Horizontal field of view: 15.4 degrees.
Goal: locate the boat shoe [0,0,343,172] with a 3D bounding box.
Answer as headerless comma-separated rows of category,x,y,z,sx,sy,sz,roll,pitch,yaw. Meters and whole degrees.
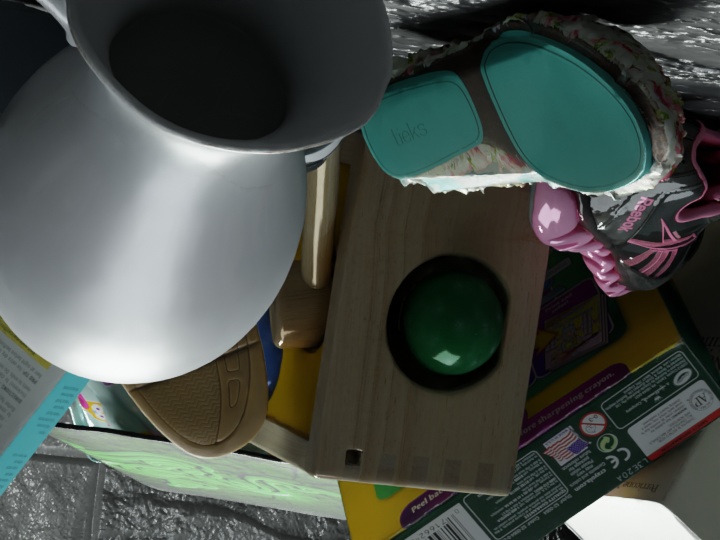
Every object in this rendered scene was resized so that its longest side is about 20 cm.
boat shoe,-0.105,-0.066,1.092,0.198,0.074,0.068,-2,163,-12

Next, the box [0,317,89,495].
box,-0.161,0.017,1.329,0.082,0.200,0.049,39,-177,13

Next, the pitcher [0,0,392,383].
pitcher,-0.095,-0.048,0.952,0.171,0.122,0.200,22,149,-7

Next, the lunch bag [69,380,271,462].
lunch bag,-0.059,0.036,1.576,0.199,0.171,0.122,6,137,26

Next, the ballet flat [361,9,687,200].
ballet flat,0.070,-0.067,0.996,0.064,0.076,0.200,-26,-164,-27

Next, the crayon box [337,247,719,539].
crayon box,0.079,0.065,1.384,0.058,0.200,0.173,49,-168,-27

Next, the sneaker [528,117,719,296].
sneaker,0.142,-0.035,1.216,0.095,0.080,0.200,-8,172,19

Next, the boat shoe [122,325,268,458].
boat shoe,-0.101,-0.009,1.238,0.071,0.201,0.069,-26,-173,-1

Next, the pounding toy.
pounding toy,0.000,0.000,1.247,0.141,0.185,0.200,7,-176,-21

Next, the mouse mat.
mouse mat,-0.073,0.117,1.508,0.199,0.008,0.161,8,165,27

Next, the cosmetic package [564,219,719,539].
cosmetic package,0.188,0.058,1.394,0.073,0.200,0.103,45,153,-28
